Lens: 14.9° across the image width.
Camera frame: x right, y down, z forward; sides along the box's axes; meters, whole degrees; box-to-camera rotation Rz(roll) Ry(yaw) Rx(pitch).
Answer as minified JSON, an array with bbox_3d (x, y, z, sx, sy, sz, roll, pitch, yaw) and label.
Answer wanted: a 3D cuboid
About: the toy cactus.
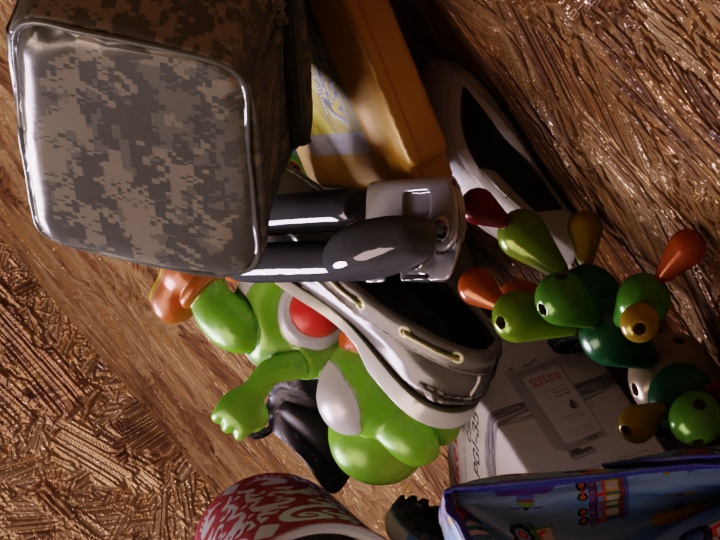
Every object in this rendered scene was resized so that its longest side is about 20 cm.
[{"bbox_3d":[0.143,0.031,1.403,0.165,0.103,0.200,35,179,-43],"label":"toy cactus"}]

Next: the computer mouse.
[{"bbox_3d":[0.083,-0.027,1.500,0.200,0.044,0.110,53,169,-14],"label":"computer mouse"}]

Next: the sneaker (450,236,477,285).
[{"bbox_3d":[0.034,-0.006,1.740,0.075,0.071,0.200,29,179,-30],"label":"sneaker"}]

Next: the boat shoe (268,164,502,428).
[{"bbox_3d":[0.002,-0.001,1.553,0.202,0.072,0.060,45,131,18],"label":"boat shoe"}]

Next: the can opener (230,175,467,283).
[{"bbox_3d":[-0.019,-0.020,1.454,0.199,0.067,0.054,-2,85,51],"label":"can opener"}]

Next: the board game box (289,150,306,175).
[{"bbox_3d":[0.007,0.009,1.908,0.200,0.037,0.151,50,169,4],"label":"board game box"}]

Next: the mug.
[{"bbox_3d":[-0.038,0.220,1.711,0.200,0.132,0.179,-142,45,-75],"label":"mug"}]

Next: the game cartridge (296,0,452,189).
[{"bbox_3d":[-0.021,-0.127,1.510,0.177,0.032,0.200,67,167,-9],"label":"game cartridge"}]

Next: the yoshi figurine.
[{"bbox_3d":[-0.028,0.059,1.633,0.200,0.113,0.112,39,-173,21],"label":"yoshi figurine"}]

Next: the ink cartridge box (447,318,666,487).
[{"bbox_3d":[0.120,0.137,1.578,0.200,0.082,0.147,-122,21,-48],"label":"ink cartridge box"}]

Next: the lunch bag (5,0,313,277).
[{"bbox_3d":[-0.094,-0.121,1.430,0.138,0.169,0.201,9,144,8],"label":"lunch bag"}]

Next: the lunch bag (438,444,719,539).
[{"bbox_3d":[0.146,0.129,1.378,0.151,0.199,0.095,87,166,-82],"label":"lunch bag"}]

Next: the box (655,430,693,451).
[{"bbox_3d":[0.219,0.182,1.647,0.200,0.039,0.137,52,168,-9],"label":"box"}]

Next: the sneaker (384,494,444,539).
[{"bbox_3d":[0.081,0.221,1.669,0.200,0.073,0.072,47,-158,7],"label":"sneaker"}]

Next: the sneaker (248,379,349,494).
[{"bbox_3d":[0.016,0.089,1.772,0.199,0.114,0.076,19,-165,-31],"label":"sneaker"}]
